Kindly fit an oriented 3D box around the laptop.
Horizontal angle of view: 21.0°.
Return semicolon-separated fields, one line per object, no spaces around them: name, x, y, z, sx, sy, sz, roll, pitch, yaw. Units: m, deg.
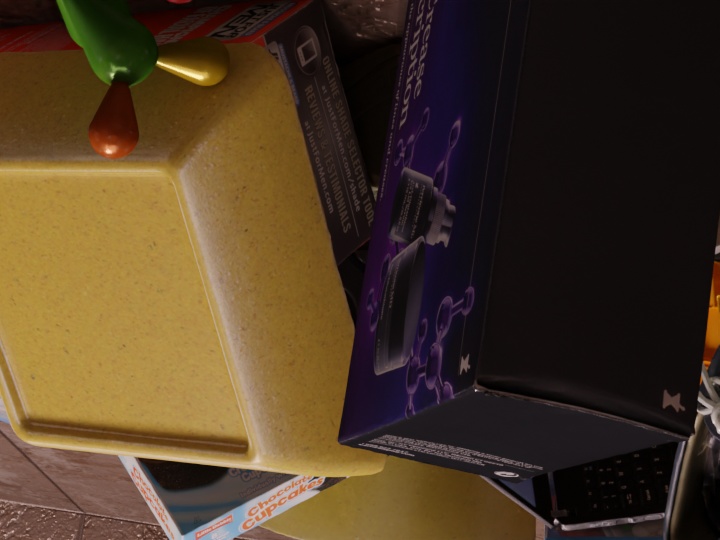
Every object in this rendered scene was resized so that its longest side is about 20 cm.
laptop;0.122;0.044;1.063;0.199;0.178;0.104;-8;128;5

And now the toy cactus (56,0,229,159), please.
toy cactus;-0.137;-0.122;0.713;0.199;0.103;0.165;12;158;26

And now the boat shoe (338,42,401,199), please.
boat shoe;0.019;-0.061;0.877;0.200;0.072;0.066;-5;173;34

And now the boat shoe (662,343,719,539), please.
boat shoe;0.178;0.065;0.875;0.062;0.075;0.200;-21;146;-25

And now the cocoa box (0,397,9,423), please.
cocoa box;-0.186;0.026;1.197;0.133;0.132;0.200;0;163;31

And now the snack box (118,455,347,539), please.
snack box;-0.043;0.072;1.121;0.199;0.116;0.037;-26;150;-19

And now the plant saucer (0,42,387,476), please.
plant saucer;-0.103;0.007;0.830;0.199;0.048;0.201;2;120;33

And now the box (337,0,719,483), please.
box;0.061;-0.039;0.655;0.079;0.201;0.141;14;164;-17

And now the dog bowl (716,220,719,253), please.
dog bowl;0.116;-0.021;0.819;0.199;0.059;0.200;-20;173;-3

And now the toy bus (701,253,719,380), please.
toy bus;0.278;0.033;0.973;0.191;0.136;0.200;-6;-174;-30

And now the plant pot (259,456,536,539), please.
plant pot;0.023;0.089;1.236;0.199;0.143;0.200;7;-173;-1

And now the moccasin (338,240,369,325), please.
moccasin;-0.001;-0.001;0.931;0.078;0.201;0.074;-4;120;48

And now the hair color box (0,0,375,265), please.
hair color box;-0.099;-0.054;0.863;0.199;0.111;0.064;-2;-155;33

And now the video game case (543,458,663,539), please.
video game case;0.178;0.087;1.098;0.142;0.200;0.018;-1;127;9
